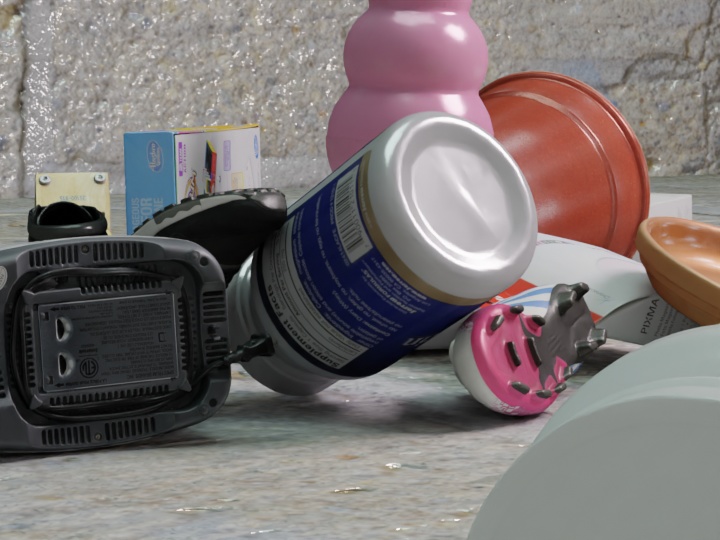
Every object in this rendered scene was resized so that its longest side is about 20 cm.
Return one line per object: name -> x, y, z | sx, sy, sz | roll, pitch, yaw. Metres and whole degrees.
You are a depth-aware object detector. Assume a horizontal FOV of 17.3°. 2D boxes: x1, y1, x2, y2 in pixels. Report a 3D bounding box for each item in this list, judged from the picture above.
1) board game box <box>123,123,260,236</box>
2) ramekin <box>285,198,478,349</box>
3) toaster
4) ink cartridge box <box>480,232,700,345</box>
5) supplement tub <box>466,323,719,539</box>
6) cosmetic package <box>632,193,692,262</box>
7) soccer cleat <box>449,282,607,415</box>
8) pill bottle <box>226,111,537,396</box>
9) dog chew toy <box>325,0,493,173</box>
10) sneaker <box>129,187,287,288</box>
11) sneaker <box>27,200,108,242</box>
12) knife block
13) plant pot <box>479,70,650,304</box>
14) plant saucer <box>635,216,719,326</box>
board game box -> -0.124, -0.033, 1.792 | 0.040, 0.154, 0.200 | 0, 4, 16
ramekin -> 0.000, 0.000, 1.754 | 0.201, 0.095, 0.202 | 4, 6, 0
toaster -> -0.161, 0.036, 1.312 | 0.199, 0.114, 0.129 | -7, 5, -28
ink cartridge box -> 0.139, 0.007, 1.640 | 0.199, 0.057, 0.162 | 16, 6, -36
supplement tub -> 0.122, 0.080, 0.623 | 0.144, 0.146, 0.200 | 3, 6, 30
cosmetic package -> 0.235, -0.027, 2.165 | 0.107, 0.085, 0.200 | 1, 6, 20
soccer cleat -> 0.085, 0.056, 1.434 | 0.086, 0.070, 0.200 | -23, -2, 24
pill bottle -> 0.005, -0.003, 1.407 | 0.115, 0.116, 0.200 | -4, -20, -38
dog chew toy -> 0.039, -0.144, 1.731 | 0.124, 0.201, 0.125 | 3, 5, 0
sneaker -> -0.112, 0.018, 1.422 | 0.200, 0.088, 0.076 | -27, -15, 35
sneaker -> -0.223, -0.004, 1.769 | 0.070, 0.100, 0.200 | -4, 5, -17
knife block -> -0.246, 0.008, 2.016 | 0.064, 0.176, 0.201 | -2, 50, -9
plant pot -> 0.110, -0.051, 1.950 | 0.200, 0.202, 0.195 | 3, 14, 30
plant saucer -> 0.274, 0.021, 1.581 | 0.199, 0.038, 0.200 | 19, 16, -6
